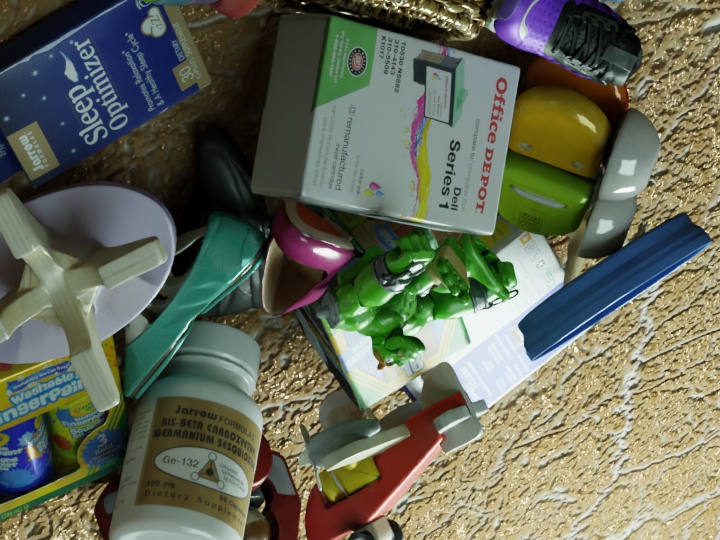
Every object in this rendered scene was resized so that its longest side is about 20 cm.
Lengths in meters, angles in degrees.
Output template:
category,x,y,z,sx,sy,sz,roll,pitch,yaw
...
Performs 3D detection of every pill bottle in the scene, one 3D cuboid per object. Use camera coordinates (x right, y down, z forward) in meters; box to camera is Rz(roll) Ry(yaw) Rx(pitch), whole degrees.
category,x,y,z,sx,sy,sz,roll,pitch,yaw
pill bottle,-0.145,0.152,1.662,0.113,0.202,0.115,7,151,4

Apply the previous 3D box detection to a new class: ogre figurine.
category,x,y,z,sx,sy,sz,roll,pitch,yaw
ogre figurine,0.045,0.017,1.568,0.119,0.099,0.200,-28,-178,23

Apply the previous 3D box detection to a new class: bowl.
category,x,y,z,sx,sy,sz,roll,pitch,yaw
bowl,0.230,0.014,1.766,0.200,0.040,0.201,-33,173,-5

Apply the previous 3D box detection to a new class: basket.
category,x,y,z,sx,sy,sz,roll,pitch,yaw
basket,0.007,-0.227,1.483,0.199,0.143,0.150,11,120,-43

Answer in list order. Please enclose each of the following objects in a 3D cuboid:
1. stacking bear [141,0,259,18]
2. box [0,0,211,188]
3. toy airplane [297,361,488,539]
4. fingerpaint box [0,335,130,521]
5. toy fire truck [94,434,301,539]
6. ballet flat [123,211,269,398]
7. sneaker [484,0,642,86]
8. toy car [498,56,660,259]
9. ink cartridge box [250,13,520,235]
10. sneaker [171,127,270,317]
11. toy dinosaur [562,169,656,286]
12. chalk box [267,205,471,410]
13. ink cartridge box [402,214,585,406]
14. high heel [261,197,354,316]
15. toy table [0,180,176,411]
category,x,y,z,sx,sy,sz,roll,pitch,yaw
stacking bear,-0.165,-0.253,1.367,0.198,0.122,0.115,9,114,-30
box,-0.221,-0.143,1.477,0.199,0.032,0.122,-31,139,-8
toy airplane,0.022,0.158,1.796,0.199,0.141,0.201,-39,161,-25
fingerpaint box,-0.302,0.127,1.627,0.199,0.073,0.168,-22,137,-19
toy fire truck,-0.143,0.243,1.755,0.198,0.169,0.112,-9,157,-29
ballet flat,-0.156,0.022,1.594,0.070,0.067,0.200,38,117,-10
sneaker,0.177,-0.193,1.543,0.070,0.099,0.200,-59,156,14
toy car,0.179,-0.120,1.714,0.201,0.173,0.151,101,11,-55
ink cartridge box,0.023,-0.116,1.556,0.199,0.084,0.146,10,89,-35
sneaker,-0.122,-0.031,1.623,0.090,0.076,0.201,-17,132,-9
toy dinosaur,0.229,-0.053,1.873,0.100,0.058,0.202,1,109,-29
chalk box,0.000,0.000,1.697,0.123,0.125,0.201,-30,140,-9
ink cartridge box,0.119,0.055,1.898,0.199,0.047,0.198,-37,141,-1
high heel,-0.053,0.001,1.509,0.096,0.067,0.200,-51,170,3
toy table,-0.237,0.014,1.494,0.199,0.117,0.184,-37,103,5
